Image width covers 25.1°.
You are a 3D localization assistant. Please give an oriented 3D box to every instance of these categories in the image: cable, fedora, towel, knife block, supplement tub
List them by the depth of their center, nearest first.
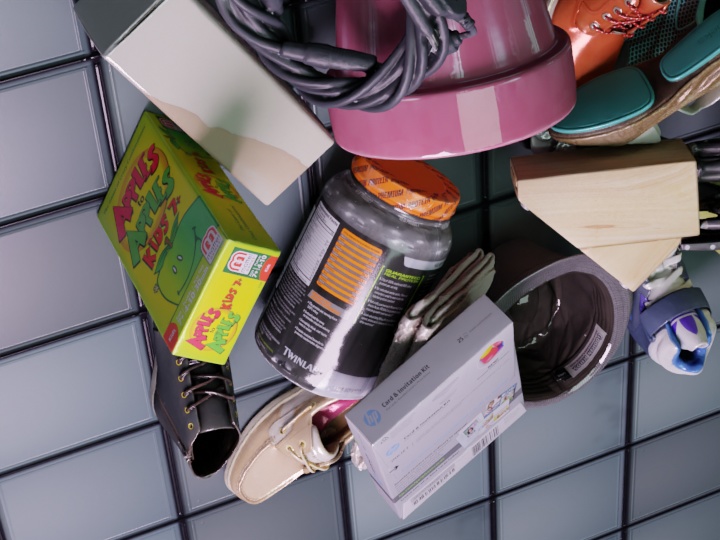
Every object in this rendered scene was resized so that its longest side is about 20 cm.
[{"bbox_3d":[-0.024,-0.201,1.133,0.163,0.051,0.200,-26,121,37],"label":"cable"},{"bbox_3d":[0.252,-0.081,1.388,0.200,0.064,0.176,36,106,-14],"label":"knife block"},{"bbox_3d":[0.000,0.000,1.389,0.122,0.123,0.201,13,115,-34],"label":"supplement tub"},{"bbox_3d":[0.052,0.077,1.415,0.132,0.034,0.201,-40,158,-46],"label":"towel"},{"bbox_3d":[0.163,0.036,1.523,0.176,0.090,0.200,-32,138,-3],"label":"fedora"}]

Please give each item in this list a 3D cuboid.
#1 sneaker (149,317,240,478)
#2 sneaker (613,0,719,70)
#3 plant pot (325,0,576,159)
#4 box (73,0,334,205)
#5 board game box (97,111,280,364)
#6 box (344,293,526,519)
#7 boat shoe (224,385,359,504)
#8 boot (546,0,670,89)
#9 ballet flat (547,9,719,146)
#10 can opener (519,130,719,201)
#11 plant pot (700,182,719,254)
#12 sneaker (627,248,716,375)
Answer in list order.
[{"bbox_3d":[-0.132,0.073,1.379,0.074,0.106,0.201,-10,126,-22],"label":"sneaker"},{"bbox_3d":[0.281,-0.203,1.420,0.077,0.091,0.201,8,117,-31],"label":"sneaker"},{"bbox_3d":[0.059,-0.202,1.249,0.199,0.200,0.180,-18,113,-16],"label":"plant pot"},{"bbox_3d":[-0.118,-0.150,1.241,0.078,0.095,0.200,-43,130,6],"label":"box"},{"bbox_3d":[-0.137,-0.028,1.243,0.047,0.200,0.102,13,115,-34],"label":"board game box"},{"bbox_3d":[0.069,0.122,1.389,0.156,0.041,0.200,-40,156,-10],"label":"box"},{"bbox_3d":[-0.045,0.149,1.504,0.200,0.069,0.074,-46,131,7],"label":"boat shoe"},{"bbox_3d":[0.213,-0.221,1.362,0.075,0.107,0.201,-8,127,-27],"label":"boot"},{"bbox_3d":[0.258,-0.151,1.376,0.199,0.068,0.072,-32,135,14],"label":"ballet flat"},{"bbox_3d":[0.242,-0.106,1.445,0.199,0.067,0.053,17,104,-6],"label":"can opener"},{"bbox_3d":[0.411,-0.051,1.511,0.201,0.184,0.201,-51,164,-21],"label":"plant pot"},{"bbox_3d":[0.291,0.007,1.534,0.080,0.147,0.201,-23,130,-12],"label":"sneaker"}]
